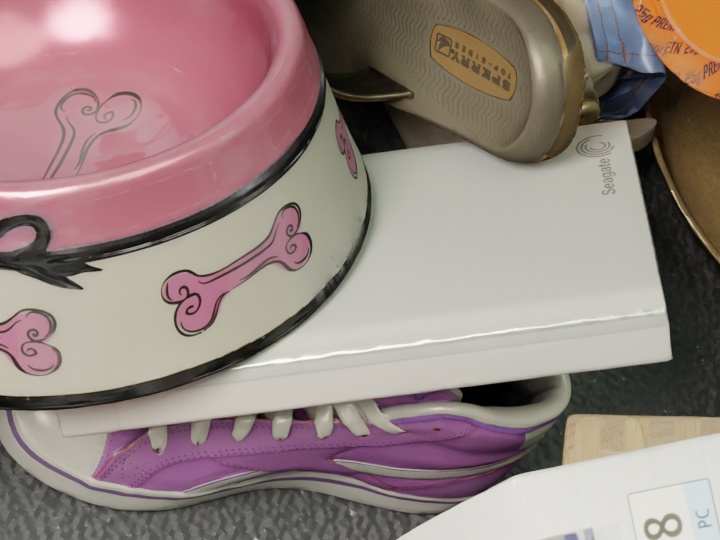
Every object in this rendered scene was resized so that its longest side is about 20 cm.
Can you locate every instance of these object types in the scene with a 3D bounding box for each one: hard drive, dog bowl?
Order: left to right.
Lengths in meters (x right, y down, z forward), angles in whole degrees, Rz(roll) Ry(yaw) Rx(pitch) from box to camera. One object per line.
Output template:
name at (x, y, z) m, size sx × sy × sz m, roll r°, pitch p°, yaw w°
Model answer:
dog bowl at (-0.097, -0.045, 0.812) m, size 0.198 × 0.074 × 0.201 m, roll -4°, pitch 37°, yaw 3°
hard drive at (0.000, 0.000, 0.830) m, size 0.198 × 0.027 × 0.132 m, roll -7°, pitch 31°, yaw 4°

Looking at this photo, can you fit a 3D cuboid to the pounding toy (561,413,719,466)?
pounding toy at (0.148, 0.148, 0.850) m, size 0.141 × 0.200 × 0.185 m, roll 1°, pitch 64°, yaw 14°

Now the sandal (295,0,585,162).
sandal at (-0.002, -0.088, 0.878) m, size 0.054 × 0.082 × 0.200 m, roll -19°, pitch 37°, yaw -35°

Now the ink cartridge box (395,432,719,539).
ink cartridge box at (0.038, 0.147, 0.734) m, size 0.198 × 0.047 × 0.161 m, roll -12°, pitch 62°, yaw 5°

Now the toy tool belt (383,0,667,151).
toy tool belt at (0.068, -0.095, 0.943) m, size 0.122 × 0.125 × 0.201 m, roll -23°, pitch 81°, yaw -21°

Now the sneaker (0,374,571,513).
sneaker at (-0.022, 0.037, 0.853) m, size 0.199 × 0.114 × 0.073 m, roll 2°, pitch 70°, yaw -22°

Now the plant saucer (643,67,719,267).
plant saucer at (0.198, -0.055, 1.032) m, size 0.199 × 0.035 × 0.202 m, roll 9°, pitch 66°, yaw -22°

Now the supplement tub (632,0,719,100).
supplement tub at (0.197, -0.127, 0.942) m, size 0.199 × 0.122 × 0.123 m, roll -19°, pitch 77°, yaw -47°
